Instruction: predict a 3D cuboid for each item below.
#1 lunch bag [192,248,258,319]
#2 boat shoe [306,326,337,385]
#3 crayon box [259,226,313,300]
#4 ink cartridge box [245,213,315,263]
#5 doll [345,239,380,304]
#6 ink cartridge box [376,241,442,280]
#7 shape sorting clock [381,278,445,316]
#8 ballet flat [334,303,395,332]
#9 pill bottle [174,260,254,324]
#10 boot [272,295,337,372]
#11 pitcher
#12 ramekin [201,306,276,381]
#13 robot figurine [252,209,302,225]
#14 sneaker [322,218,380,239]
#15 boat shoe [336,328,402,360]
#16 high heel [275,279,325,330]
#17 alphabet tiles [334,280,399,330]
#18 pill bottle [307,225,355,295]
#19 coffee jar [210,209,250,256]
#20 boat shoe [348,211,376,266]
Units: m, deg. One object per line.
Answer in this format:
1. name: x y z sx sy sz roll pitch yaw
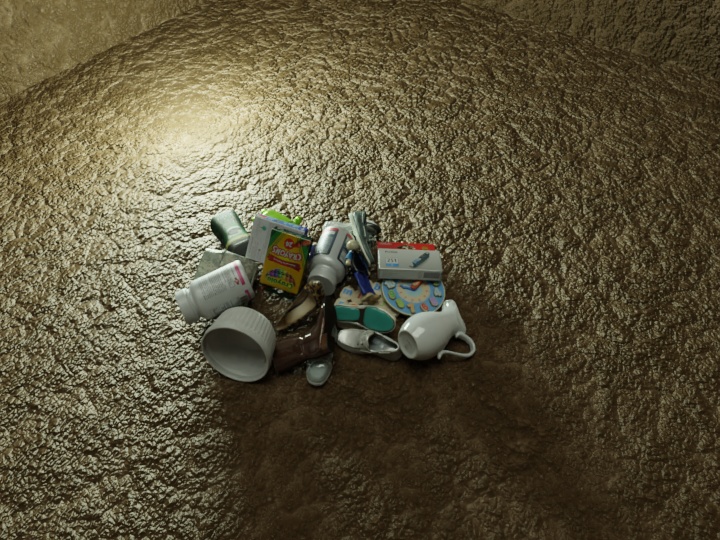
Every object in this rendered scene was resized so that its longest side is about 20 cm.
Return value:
1. lunch bag: -0.406 0.049 1.765 0.163 0.141 0.204 6 51 7
2. boat shoe: -0.108 0.223 1.633 0.072 0.066 0.205 7 50 12
3. crayon box: -0.226 -0.015 1.760 0.124 0.205 0.051 16 13 2
4. ink cartridge box: -0.242 -0.079 1.812 0.195 0.140 0.076 18 13 3
5. doll: 0.000 0.000 1.771 0.048 0.136 0.204 -29 67 20
6. ink cartridge box: 0.148 -0.045 1.818 0.194 0.046 0.179 2 42 -3
7. shape sorting clock: 0.160 0.056 1.768 0.194 0.040 0.203 2 45 -2
8. ballet flat: 0.010 0.133 1.687 0.194 0.070 0.070 10 49 12
9. pill bottle: -0.401 0.063 1.616 0.196 0.115 0.114 -25 50 -12
10. boot: -0.162 0.177 1.632 0.196 0.064 0.190 -23 44 25
11. pitcher: 0.213 0.187 1.607 0.197 0.122 0.173 -20 63 -35
12. ramekin: -0.322 0.194 1.595 0.194 0.204 0.106 8 39 12
13. robot figurine: -0.267 -0.122 1.923 0.198 0.117 0.175 30 57 28
14. sneaker: -0.029 -0.120 1.940 0.194 0.075 0.081 -5 58 7
15. boat shoe: 0.023 0.196 1.636 0.194 0.070 0.072 10 66 14
16. high heel: -0.173 0.105 1.668 0.142 0.201 0.072 -38 81 -29
17. alphabet tiles: 0.020 0.112 1.757 0.195 0.015 0.198 16 52 18
18. pill bottle: -0.094 -0.029 1.822 0.116 0.121 0.203 9 49 13
19. coffee jar: -0.418 -0.109 1.945 0.102 0.087 0.201 -23 49 -20
20. boat shoe: 0.016 -0.106 1.851 0.060 0.073 0.204 -18 59 -4
